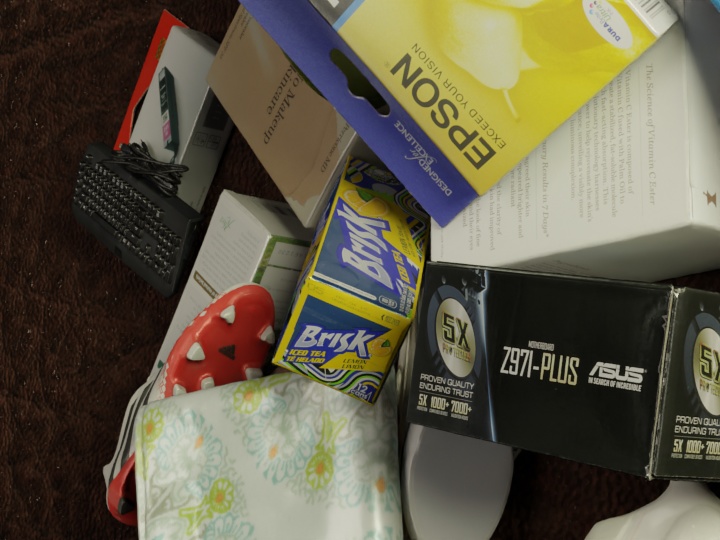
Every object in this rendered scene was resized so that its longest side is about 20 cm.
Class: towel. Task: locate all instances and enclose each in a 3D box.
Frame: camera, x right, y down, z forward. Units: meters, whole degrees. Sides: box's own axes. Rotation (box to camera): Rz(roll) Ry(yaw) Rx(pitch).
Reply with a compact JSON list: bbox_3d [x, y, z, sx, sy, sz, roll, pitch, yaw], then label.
[{"bbox_3d":[-0.062,0.153,0.939,0.198,0.048,0.173,-13,72,30],"label":"towel"}]

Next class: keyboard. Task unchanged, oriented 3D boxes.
[{"bbox_3d":[-0.203,-0.061,1.259,0.199,0.039,0.105,33,108,46],"label":"keyboard"}]

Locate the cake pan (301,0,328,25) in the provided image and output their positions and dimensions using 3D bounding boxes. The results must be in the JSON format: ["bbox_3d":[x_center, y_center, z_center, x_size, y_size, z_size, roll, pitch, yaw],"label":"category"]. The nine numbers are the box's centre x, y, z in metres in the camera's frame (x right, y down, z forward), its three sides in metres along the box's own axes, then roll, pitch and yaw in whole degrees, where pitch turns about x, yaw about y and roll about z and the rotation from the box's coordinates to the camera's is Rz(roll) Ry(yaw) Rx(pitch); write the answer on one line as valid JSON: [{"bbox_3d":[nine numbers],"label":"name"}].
[{"bbox_3d":[0.036,-0.229,0.856,0.198,0.037,0.203,2,94,24],"label":"cake pan"}]

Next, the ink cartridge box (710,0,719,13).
[{"bbox_3d":[0.282,-0.120,0.680,0.148,0.144,0.201,-51,48,30],"label":"ink cartridge box"}]

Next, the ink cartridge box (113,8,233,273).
[{"bbox_3d":[-0.184,-0.120,1.312,0.173,0.043,0.202,38,111,45],"label":"ink cartridge box"}]

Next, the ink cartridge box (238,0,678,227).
[{"bbox_3d":[0.036,-0.144,0.808,0.198,0.047,0.200,47,124,0],"label":"ink cartridge box"}]

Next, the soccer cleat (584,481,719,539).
[{"bbox_3d":[0.138,0.193,0.849,0.200,0.069,0.078,-45,46,25],"label":"soccer cleat"}]

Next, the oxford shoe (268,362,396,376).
[{"bbox_3d":[-0.032,0.087,1.052,0.200,0.071,0.073,-34,26,48],"label":"oxford shoe"}]

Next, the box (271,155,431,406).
[{"bbox_3d":[0.000,0.000,0.929,0.200,0.069,0.065,-75,8,-64],"label":"box"}]

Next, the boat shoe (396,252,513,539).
[{"bbox_3d":[0.053,0.085,0.943,0.070,0.070,0.203,150,120,-71],"label":"boat shoe"}]

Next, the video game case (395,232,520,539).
[{"bbox_3d":[0.034,0.087,1.023,0.183,0.022,0.200,-60,44,22],"label":"video game case"}]

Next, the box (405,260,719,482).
[{"bbox_3d":[0.152,0.053,0.753,0.163,0.198,0.087,6,88,51],"label":"box"}]

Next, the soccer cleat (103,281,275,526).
[{"bbox_3d":[-0.130,0.090,1.067,0.201,0.068,0.085,-61,30,7],"label":"soccer cleat"}]

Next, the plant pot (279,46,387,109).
[{"bbox_3d":[0.060,-0.217,0.951,0.188,0.199,0.203,-6,77,37],"label":"plant pot"}]

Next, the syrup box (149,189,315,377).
[{"bbox_3d":[-0.095,0.049,1.139,0.081,0.078,0.202,40,113,45],"label":"syrup box"}]

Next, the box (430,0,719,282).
[{"bbox_3d":[0.144,-0.075,0.863,0.199,0.106,0.154,-12,73,48],"label":"box"}]

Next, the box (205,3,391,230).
[{"bbox_3d":[-0.032,-0.119,1.100,0.096,0.077,0.200,-60,42,24],"label":"box"}]
